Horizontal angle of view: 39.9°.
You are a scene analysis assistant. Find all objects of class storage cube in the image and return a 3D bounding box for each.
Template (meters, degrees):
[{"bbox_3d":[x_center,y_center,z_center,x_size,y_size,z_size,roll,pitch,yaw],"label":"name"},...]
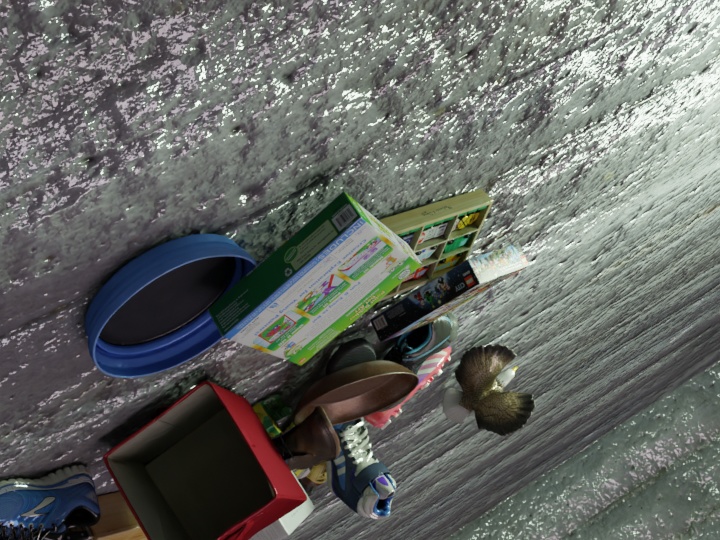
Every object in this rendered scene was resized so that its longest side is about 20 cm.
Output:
[{"bbox_3d":[-0.198,0.273,1.304,0.170,0.201,0.180,-36,163,0],"label":"storage cube"}]

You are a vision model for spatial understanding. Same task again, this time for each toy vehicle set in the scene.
[{"bbox_3d":[0.079,-0.030,1.288,0.198,0.027,0.125,-20,143,-38],"label":"toy vehicle set"}]

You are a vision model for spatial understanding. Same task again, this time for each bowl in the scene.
[{"bbox_3d":[-0.200,0.037,1.057,0.199,0.040,0.201,-30,155,-15],"label":"bowl"}]

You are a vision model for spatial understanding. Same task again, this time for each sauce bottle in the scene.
[{"bbox_3d":[-0.076,0.333,1.728,0.064,0.065,0.201,-20,153,-30],"label":"sauce bottle"}]

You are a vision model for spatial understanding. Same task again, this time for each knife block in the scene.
[{"bbox_3d":[-0.364,0.354,1.381,0.198,0.064,0.176,-30,156,-14],"label":"knife block"}]

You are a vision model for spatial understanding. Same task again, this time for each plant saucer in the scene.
[{"bbox_3d":[-0.011,0.180,1.474,0.198,0.037,0.201,-17,158,-7],"label":"plant saucer"}]

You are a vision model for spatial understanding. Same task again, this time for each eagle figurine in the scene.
[{"bbox_3d":[0.245,0.226,1.870,0.200,0.150,0.153,93,17,-80],"label":"eagle figurine"}]

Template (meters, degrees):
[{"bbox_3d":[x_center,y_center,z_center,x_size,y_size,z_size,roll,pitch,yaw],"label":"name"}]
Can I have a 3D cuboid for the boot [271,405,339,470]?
[{"bbox_3d":[-0.089,0.258,1.431,0.096,0.075,0.201,-23,161,-18],"label":"boot"}]

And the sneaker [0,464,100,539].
[{"bbox_3d":[-0.403,0.303,1.208,0.198,0.090,0.079,-9,144,-45],"label":"sneaker"}]

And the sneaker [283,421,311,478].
[{"bbox_3d":[-0.107,0.293,1.600,0.076,0.076,0.201,-20,150,-32],"label":"sneaker"}]

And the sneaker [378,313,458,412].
[{"bbox_3d":[0.066,0.137,1.562,0.201,0.073,0.082,-52,150,10],"label":"sneaker"}]

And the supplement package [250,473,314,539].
[{"bbox_3d":[-0.192,0.392,1.554,0.199,0.110,0.114,-35,177,20],"label":"supplement package"}]

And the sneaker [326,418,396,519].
[{"bbox_3d":[0.007,0.299,1.580,0.080,0.145,0.203,-20,116,-38],"label":"sneaker"}]

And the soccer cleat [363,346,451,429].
[{"bbox_3d":[0.074,0.178,1.652,0.200,0.077,0.067,-43,175,-24],"label":"soccer cleat"}]

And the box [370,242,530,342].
[{"bbox_3d":[0.125,0.032,1.394,0.199,0.038,0.136,-34,168,40],"label":"box"}]

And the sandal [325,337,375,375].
[{"bbox_3d":[-0.021,0.145,1.497,0.075,0.043,0.201,-20,158,-11],"label":"sandal"}]

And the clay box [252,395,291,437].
[{"bbox_3d":[-0.187,0.269,1.483,0.199,0.048,0.115,-33,157,-5],"label":"clay box"}]

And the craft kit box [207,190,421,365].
[{"bbox_3d":[-0.045,0.017,1.124,0.199,0.049,0.197,-40,152,8],"label":"craft kit box"}]
